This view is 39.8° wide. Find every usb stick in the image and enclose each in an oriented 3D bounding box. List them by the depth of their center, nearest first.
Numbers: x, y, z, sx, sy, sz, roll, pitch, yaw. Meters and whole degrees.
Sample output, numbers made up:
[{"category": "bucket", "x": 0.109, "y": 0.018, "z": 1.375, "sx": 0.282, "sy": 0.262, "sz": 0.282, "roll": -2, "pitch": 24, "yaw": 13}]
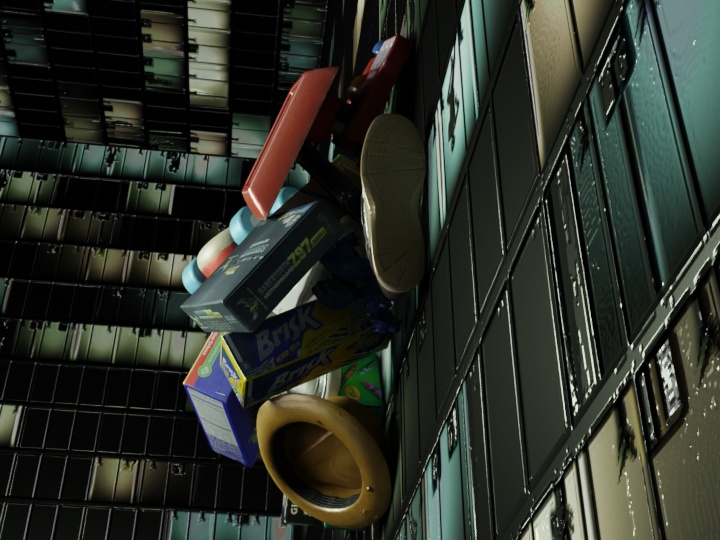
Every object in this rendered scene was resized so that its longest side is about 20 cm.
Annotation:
[{"category": "usb stick", "x": -0.038, "y": -0.116, "z": 1.263, "sx": 0.033, "sy": 0.055, "sz": 0.200, "roll": -45, "pitch": 35, "yaw": 2}]

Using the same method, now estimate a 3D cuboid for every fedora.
[{"category": "fedora", "x": -0.031, "y": 0.208, "z": 1.163, "sx": 0.082, "sy": 0.200, "sz": 0.202, "roll": -38, "pitch": -33, "yaw": -44}]

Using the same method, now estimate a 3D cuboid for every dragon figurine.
[{"category": "dragon figurine", "x": -0.020, "y": 0.004, "z": 1.144, "sx": 0.099, "sy": 0.199, "sz": 0.059, "roll": -33, "pitch": -40, "yaw": -44}]

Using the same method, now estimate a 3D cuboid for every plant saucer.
[{"category": "plant saucer", "x": -0.098, "y": -0.162, "z": 1.253, "sx": 0.201, "sy": 0.036, "sz": 0.200, "roll": -65, "pitch": 10, "yaw": 0}]

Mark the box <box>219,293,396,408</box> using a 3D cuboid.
[{"category": "box", "x": -0.061, "y": 0.084, "z": 1.162, "sx": 0.070, "sy": 0.199, "sz": 0.065, "roll": 55, "pitch": 153, "yaw": 28}]

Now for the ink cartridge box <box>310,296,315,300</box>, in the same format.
[{"category": "ink cartridge box", "x": -0.062, "y": -0.021, "z": 1.638, "sx": 0.125, "sy": 0.127, "sz": 0.202, "roll": 144, "pitch": 129, "yaw": -83}]

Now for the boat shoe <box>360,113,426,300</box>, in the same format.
[{"category": "boat shoe", "x": 0.031, "y": -0.066, "z": 1.033, "sx": 0.065, "sy": 0.071, "sz": 0.202, "roll": 118, "pitch": 150, "yaw": -64}]

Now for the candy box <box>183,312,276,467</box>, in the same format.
[{"category": "candy box", "x": -0.162, "y": 0.152, "z": 1.400, "sx": 0.201, "sy": 0.076, "sz": 0.170, "roll": 84, "pitch": -151, "yaw": -53}]

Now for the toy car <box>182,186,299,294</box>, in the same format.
[{"category": "toy car", "x": -0.133, "y": 0.015, "z": 1.501, "sx": 0.184, "sy": 0.201, "sz": 0.177, "roll": -39, "pitch": -4, "yaw": 41}]

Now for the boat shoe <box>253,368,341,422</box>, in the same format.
[{"category": "boat shoe", "x": -0.085, "y": 0.168, "z": 1.285, "sx": 0.200, "sy": 0.063, "sz": 0.071, "roll": 135, "pitch": 143, "yaw": -54}]

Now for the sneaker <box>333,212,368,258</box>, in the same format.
[{"category": "sneaker", "x": 0.000, "y": 0.000, "z": 1.295, "sx": 0.201, "sy": 0.073, "sz": 0.080, "roll": 86, "pitch": -158, "yaw": -53}]

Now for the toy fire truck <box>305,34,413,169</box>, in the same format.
[{"category": "toy fire truck", "x": 0.010, "y": -0.222, "z": 1.292, "sx": 0.169, "sy": 0.112, "sz": 0.200, "roll": -61, "pitch": 9, "yaw": 5}]

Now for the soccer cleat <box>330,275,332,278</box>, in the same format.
[{"category": "soccer cleat", "x": -0.009, "y": 0.046, "z": 1.434, "sx": 0.200, "sy": 0.068, "sz": 0.074, "roll": 113, "pitch": 142, "yaw": -69}]

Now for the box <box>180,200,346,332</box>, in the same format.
[{"category": "box", "x": -0.117, "y": 0.000, "z": 1.137, "sx": 0.158, "sy": 0.051, "sz": 0.200, "roll": -49, "pitch": 15, "yaw": -18}]

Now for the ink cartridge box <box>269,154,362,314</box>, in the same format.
[{"category": "ink cartridge box", "x": -0.063, "y": -0.047, "z": 1.360, "sx": 0.200, "sy": 0.084, "sz": 0.147, "roll": -47, "pitch": -14, "yaw": -50}]

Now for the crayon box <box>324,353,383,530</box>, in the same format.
[{"category": "crayon box", "x": -0.013, "y": 0.222, "z": 1.296, "sx": 0.119, "sy": 0.058, "sz": 0.202, "roll": -97, "pitch": 12, "yaw": -61}]

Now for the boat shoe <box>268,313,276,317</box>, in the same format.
[{"category": "boat shoe", "x": -0.090, "y": 0.114, "z": 1.339, "sx": 0.074, "sy": 0.063, "sz": 0.201, "roll": -58, "pitch": -16, "yaw": -10}]

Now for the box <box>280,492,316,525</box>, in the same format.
[{"category": "box", "x": -0.080, "y": 0.262, "z": 1.431, "sx": 0.159, "sy": 0.046, "sz": 0.202, "roll": 118, "pitch": 158, "yaw": -76}]
